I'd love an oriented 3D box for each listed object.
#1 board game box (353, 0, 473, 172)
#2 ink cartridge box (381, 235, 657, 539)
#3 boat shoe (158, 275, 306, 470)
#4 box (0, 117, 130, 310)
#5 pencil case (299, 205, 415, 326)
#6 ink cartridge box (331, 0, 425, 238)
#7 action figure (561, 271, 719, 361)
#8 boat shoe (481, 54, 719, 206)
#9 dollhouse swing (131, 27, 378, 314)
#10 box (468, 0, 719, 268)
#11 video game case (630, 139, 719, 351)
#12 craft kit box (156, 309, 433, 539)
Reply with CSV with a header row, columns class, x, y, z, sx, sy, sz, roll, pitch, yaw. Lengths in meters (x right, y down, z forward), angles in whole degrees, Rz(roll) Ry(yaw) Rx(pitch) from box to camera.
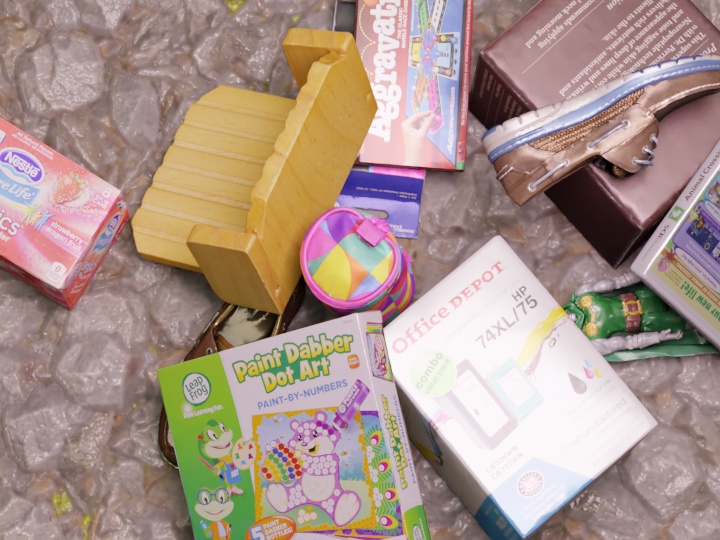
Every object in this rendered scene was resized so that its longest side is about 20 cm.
class,x,y,z,sx,sy,sz,roll,pitch,yaw
board game box,0.044,-0.189,1.706,0.102,0.019,0.202,3,86,-5
ink cartridge box,0.116,0.105,1.628,0.146,0.146,0.200,-39,80,-9
boat shoe,-0.113,0.073,1.669,0.071,0.068,0.201,27,80,3
box,-0.305,-0.066,1.680,0.199,0.095,0.103,30,79,5
pencil case,0.000,0.000,1.627,0.087,0.200,0.089,0,85,5
ink cartridge box,0.014,-0.133,1.734,0.094,0.037,0.202,6,80,-1
action figure,0.252,0.033,1.693,0.198,0.055,0.119,-9,68,-6
boat shoe,0.198,-0.107,1.552,0.198,0.072,0.073,-21,85,6
dollhouse swing,-0.108,-0.096,1.622,0.174,0.182,0.201,20,72,18
box,0.216,-0.141,1.673,0.166,0.164,0.200,-40,82,-9
video game case,0.329,-0.025,1.621,0.200,0.022,0.183,37,88,-38
craft kit box,-0.053,0.151,1.577,0.198,0.048,0.200,-17,82,28
